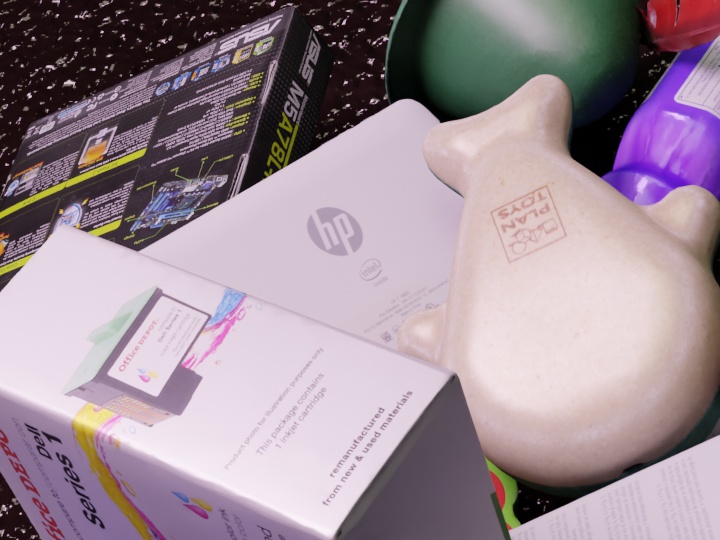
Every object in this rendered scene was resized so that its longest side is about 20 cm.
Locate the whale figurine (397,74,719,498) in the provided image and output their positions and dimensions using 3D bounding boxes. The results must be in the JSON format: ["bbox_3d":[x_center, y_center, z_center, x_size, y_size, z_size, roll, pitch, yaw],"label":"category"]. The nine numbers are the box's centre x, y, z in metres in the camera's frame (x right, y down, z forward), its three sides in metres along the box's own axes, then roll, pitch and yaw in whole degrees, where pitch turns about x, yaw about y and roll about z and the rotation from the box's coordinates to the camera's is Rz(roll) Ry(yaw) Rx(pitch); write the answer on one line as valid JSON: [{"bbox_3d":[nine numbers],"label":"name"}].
[{"bbox_3d":[0.094,0.010,0.929,0.158,0.104,0.201,-27,56,10],"label":"whale figurine"}]

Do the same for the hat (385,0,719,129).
[{"bbox_3d":[0.123,-0.085,1.013,0.165,0.200,0.176,-36,59,-6],"label":"hat"}]

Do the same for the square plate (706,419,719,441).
[{"bbox_3d":[0.232,0.100,0.865,0.196,0.029,0.200,-18,27,1],"label":"square plate"}]

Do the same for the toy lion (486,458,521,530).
[{"bbox_3d":[-0.026,0.109,0.928,0.190,0.069,0.201,-15,58,-5],"label":"toy lion"}]

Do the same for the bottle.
[{"bbox_3d":[0.168,-0.057,1.028,0.065,0.084,0.200,18,54,29],"label":"bottle"}]

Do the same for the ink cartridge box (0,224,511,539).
[{"bbox_3d":[-0.048,0.082,0.793,0.199,0.145,0.084,20,56,34],"label":"ink cartridge box"}]

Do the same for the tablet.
[{"bbox_3d":[0.000,0.000,0.964,0.199,0.014,0.130,-32,73,-37],"label":"tablet"}]

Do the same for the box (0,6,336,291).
[{"bbox_3d":[-0.118,-0.031,1.072,0.199,0.048,0.194,-20,41,31],"label":"box"}]

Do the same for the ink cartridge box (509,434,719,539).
[{"bbox_3d":[0.093,0.154,0.799,0.199,0.057,0.163,-29,27,15],"label":"ink cartridge box"}]
